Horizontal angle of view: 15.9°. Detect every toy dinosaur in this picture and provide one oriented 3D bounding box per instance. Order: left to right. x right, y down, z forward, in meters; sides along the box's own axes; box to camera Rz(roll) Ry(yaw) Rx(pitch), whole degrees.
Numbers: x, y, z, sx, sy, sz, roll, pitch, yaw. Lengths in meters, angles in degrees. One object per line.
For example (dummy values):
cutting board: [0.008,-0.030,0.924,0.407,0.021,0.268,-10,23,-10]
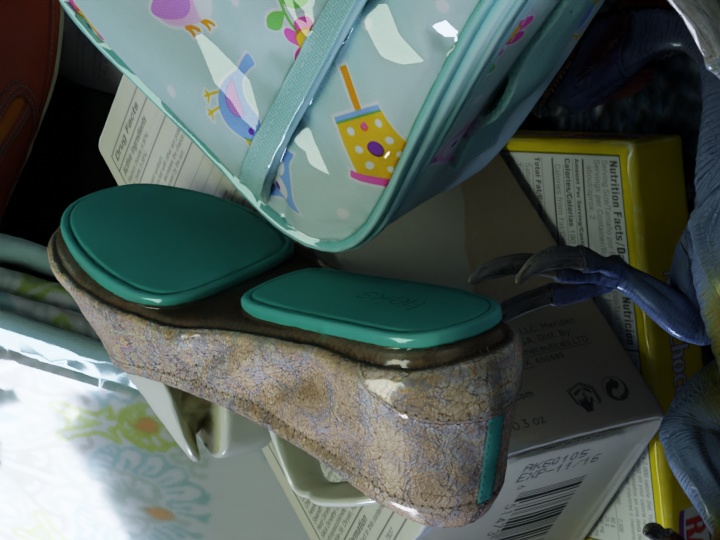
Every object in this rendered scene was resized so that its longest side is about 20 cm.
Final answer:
toy dinosaur: [0.101,0.010,0.705,0.105,0.200,0.182,-26,37,32]

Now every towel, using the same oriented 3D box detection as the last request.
towel: [-0.070,0.079,0.905,0.048,0.199,0.172,-74,3,-48]

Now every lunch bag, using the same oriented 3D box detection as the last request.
lunch bag: [0.000,-0.111,0.671,0.160,0.077,0.200,48,138,17]

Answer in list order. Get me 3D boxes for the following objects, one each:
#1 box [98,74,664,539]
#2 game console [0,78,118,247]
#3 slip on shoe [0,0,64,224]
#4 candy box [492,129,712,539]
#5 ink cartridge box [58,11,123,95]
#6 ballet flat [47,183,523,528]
box: [0.000,0.000,0.802,0.200,0.077,0.095,61,145,27]
game console: [-0.109,0.015,1.029,0.200,0.116,0.177,17,96,51]
slip on shoe: [-0.150,-0.060,0.932,0.061,0.074,0.201,139,143,-76]
candy box: [0.070,0.056,0.809,0.102,0.026,0.201,7,106,54]
ink cartridge box: [-0.075,-0.140,0.956,0.200,0.050,0.162,26,122,32]
ballet flat: [-0.028,0.027,0.723,0.200,0.068,0.068,22,124,54]
